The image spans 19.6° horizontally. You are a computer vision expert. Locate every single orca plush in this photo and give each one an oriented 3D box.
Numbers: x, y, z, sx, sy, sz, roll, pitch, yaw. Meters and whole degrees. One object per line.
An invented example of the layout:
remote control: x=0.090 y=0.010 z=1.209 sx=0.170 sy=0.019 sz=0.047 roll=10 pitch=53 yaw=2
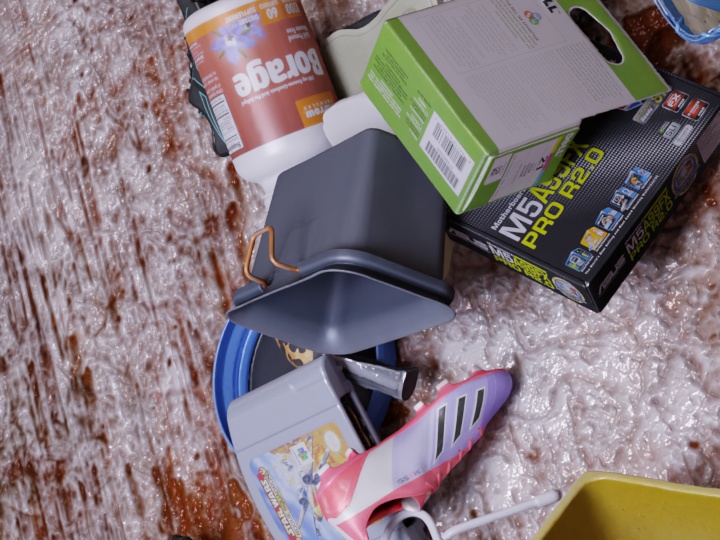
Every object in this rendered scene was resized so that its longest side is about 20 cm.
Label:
orca plush: x=0.052 y=-0.122 z=1.775 sx=0.199 sy=0.071 sz=0.106 roll=-13 pitch=82 yaw=53

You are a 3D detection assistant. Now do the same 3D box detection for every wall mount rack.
wall mount rack: x=0.100 y=0.270 z=1.692 sx=0.174 sy=0.074 sz=0.201 roll=-41 pitch=50 yaw=24

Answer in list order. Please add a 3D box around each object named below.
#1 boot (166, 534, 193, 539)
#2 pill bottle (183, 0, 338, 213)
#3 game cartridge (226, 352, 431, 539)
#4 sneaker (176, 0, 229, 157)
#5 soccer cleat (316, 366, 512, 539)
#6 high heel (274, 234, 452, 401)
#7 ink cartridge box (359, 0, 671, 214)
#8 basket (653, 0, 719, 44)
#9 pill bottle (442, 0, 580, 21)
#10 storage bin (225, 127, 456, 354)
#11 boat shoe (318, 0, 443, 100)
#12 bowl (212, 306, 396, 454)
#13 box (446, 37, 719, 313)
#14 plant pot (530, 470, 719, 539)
boot: x=-0.112 y=0.322 z=1.882 sx=0.096 sy=0.075 sz=0.202 roll=-25 pitch=71 yaw=20
pill bottle: x=-0.077 y=-0.152 z=1.896 sx=0.112 sy=0.112 sz=0.202 roll=-21 pitch=90 yaw=34
game cartridge: x=-0.032 y=0.185 z=1.804 sx=0.133 sy=0.041 sz=0.201 roll=-27 pitch=91 yaw=28
sneaker: x=-0.145 y=-0.200 z=2.018 sx=0.079 sy=0.075 sz=0.201 roll=-42 pitch=56 yaw=27
soccer cleat: x=0.054 y=0.155 z=1.733 sx=0.199 sy=0.067 sz=0.077 roll=-32 pitch=70 yaw=-17
high heel: x=0.000 y=0.000 z=1.800 sx=0.141 sy=0.071 sz=0.202 roll=16 pitch=94 yaw=26
ink cartridge box: x=0.124 y=-0.146 z=1.655 sx=0.148 sy=0.199 sz=0.076 roll=54 pitch=144 yaw=23
basket: x=0.270 y=-0.259 z=1.598 sx=0.139 sy=0.199 sz=0.178 roll=-34 pitch=59 yaw=29
pill bottle: x=0.132 y=-0.235 z=1.767 sx=0.113 sy=0.113 sz=0.202 roll=24 pitch=96 yaw=40
storage bin: x=-0.017 y=-0.028 z=1.684 sx=0.199 sy=0.145 sz=0.136 roll=-23 pitch=53 yaw=55
boat shoe: x=0.027 y=-0.203 z=1.888 sx=0.199 sy=0.067 sz=0.072 roll=-29 pitch=84 yaw=46
bowl: x=-0.049 y=0.091 z=1.893 sx=0.199 sy=0.039 sz=0.203 roll=-10 pitch=74 yaw=38
box: x=0.180 y=-0.082 z=1.676 sx=0.160 sy=0.044 sz=0.200 roll=29 pitch=73 yaw=34
plant pot: x=0.221 y=0.291 z=1.503 sx=0.194 sy=0.194 sz=0.201 roll=5 pitch=127 yaw=40
